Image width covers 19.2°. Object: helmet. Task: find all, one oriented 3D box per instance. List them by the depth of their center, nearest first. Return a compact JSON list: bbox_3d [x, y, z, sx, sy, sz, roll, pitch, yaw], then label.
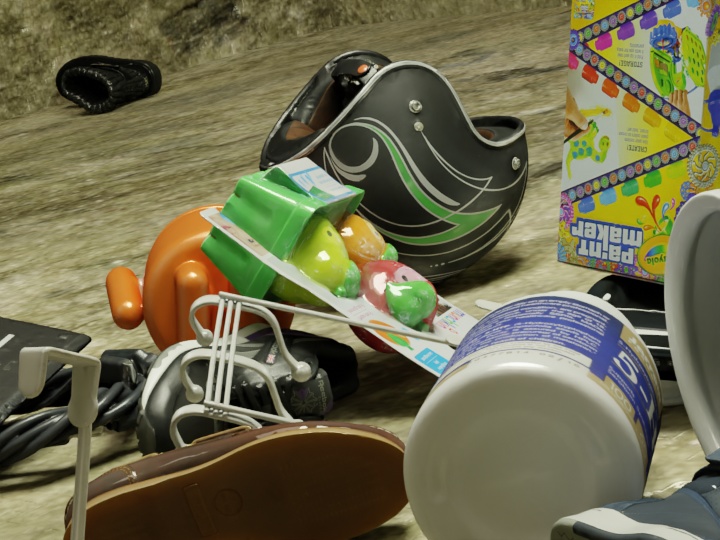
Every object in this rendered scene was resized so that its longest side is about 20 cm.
[{"bbox_3d":[0.035,-0.079,1.743,0.200,0.191,0.200,-40,21,18],"label":"helmet"}]

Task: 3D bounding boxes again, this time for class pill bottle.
[{"bbox_3d":[0.098,0.078,1.122,0.120,0.120,0.200,-7,13,14],"label":"pill bottle"}]

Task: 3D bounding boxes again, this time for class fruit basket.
[{"bbox_3d":[0.000,0.000,1.474,0.200,0.094,0.185,28,14,11],"label":"fruit basket"}]

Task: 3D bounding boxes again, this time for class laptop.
[{"bbox_3d":[-0.313,0.105,1.478,0.200,0.103,0.177,10,26,17],"label":"laptop"}]

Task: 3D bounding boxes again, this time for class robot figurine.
[{"bbox_3d":[-0.110,0.012,1.615,0.144,0.117,0.200,-40,11,4],"label":"robot figurine"}]

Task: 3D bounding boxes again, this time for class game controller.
[{"bbox_3d":[0.230,0.039,1.290,0.200,0.042,0.104,5,19,11],"label":"game controller"}]

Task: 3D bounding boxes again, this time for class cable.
[{"bbox_3d":[-0.227,0.105,1.476,0.163,0.051,0.200,-29,17,-35],"label":"cable"}]

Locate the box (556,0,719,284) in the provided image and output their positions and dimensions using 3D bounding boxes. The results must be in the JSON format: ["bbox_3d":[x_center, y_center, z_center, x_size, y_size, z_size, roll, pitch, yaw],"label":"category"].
[{"bbox_3d":[0.242,-0.095,1.359,0.200,0.193,0.122,-4,11,-38],"label":"box"}]

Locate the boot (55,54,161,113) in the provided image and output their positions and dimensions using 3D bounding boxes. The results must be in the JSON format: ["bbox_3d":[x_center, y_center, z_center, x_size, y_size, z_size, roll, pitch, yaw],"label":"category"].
[{"bbox_3d":[-0.446,-0.303,3.463,0.211,0.080,0.158,-3,14,31],"label":"boot"}]

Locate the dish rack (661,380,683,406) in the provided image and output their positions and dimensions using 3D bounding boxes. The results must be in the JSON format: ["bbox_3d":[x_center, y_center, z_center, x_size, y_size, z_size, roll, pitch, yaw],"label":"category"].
[{"bbox_3d":[0.237,0.033,1.399,0.200,0.044,0.172,-14,12,-18],"label":"dish rack"}]

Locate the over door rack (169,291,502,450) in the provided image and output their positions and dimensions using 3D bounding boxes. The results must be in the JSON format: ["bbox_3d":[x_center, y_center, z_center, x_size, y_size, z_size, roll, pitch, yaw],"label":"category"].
[{"bbox_3d":[-0.011,0.076,1.302,0.200,0.067,0.148,2,29,-1],"label":"over door rack"}]

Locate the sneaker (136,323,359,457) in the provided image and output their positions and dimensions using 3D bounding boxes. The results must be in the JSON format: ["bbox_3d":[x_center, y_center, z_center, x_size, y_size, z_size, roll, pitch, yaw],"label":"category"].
[{"bbox_3d":[-0.068,0.077,1.391,0.087,0.076,0.200,3,17,27],"label":"sneaker"}]

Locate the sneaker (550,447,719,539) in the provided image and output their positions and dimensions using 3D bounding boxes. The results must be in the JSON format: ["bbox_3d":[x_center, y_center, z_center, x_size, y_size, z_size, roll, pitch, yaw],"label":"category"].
[{"bbox_3d":[0.186,0.124,0.934,0.146,0.077,0.202,-16,12,-15],"label":"sneaker"}]

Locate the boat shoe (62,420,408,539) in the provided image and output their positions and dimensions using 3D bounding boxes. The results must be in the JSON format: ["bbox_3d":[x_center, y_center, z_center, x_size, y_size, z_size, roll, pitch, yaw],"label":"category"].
[{"bbox_3d":[-0.068,0.119,1.188,0.200,0.070,0.070,-10,16,3],"label":"boat shoe"}]

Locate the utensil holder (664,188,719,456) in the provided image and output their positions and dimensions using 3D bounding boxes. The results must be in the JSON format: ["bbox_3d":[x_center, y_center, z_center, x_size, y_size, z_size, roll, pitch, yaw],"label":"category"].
[{"bbox_3d":[0.283,0.024,1.103,0.200,0.170,0.170,-12,12,-13],"label":"utensil holder"}]

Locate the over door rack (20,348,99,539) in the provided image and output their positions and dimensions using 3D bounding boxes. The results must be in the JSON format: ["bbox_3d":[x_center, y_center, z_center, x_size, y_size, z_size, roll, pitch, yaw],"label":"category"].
[{"bbox_3d":[-0.161,0.130,0.891,0.148,0.200,0.067,-3,1,32],"label":"over door rack"}]
